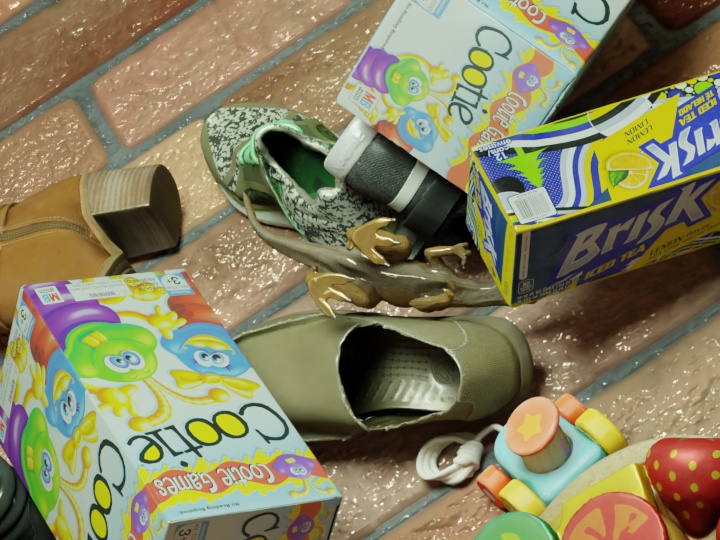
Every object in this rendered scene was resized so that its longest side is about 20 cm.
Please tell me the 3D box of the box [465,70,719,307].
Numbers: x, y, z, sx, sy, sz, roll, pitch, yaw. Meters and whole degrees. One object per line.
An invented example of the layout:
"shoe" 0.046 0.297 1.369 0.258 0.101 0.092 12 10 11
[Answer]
"box" 0.159 -0.050 1.581 0.200 0.070 0.064 -17 54 -13

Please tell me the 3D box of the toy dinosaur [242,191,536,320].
"toy dinosaur" 0.000 0.000 1.633 0.200 0.106 0.060 15 89 19

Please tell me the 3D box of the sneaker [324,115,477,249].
"sneaker" 0.061 -0.069 1.728 0.073 0.112 0.200 -53 -4 34

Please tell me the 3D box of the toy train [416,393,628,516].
"toy train" 0.069 0.140 1.530 0.150 0.056 0.200 -15 45 19

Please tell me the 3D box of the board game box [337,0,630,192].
"board game box" 0.085 -0.144 1.662 0.105 0.103 0.200 -57 -2 37

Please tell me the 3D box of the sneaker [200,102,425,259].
"sneaker" -0.039 -0.067 1.765 0.077 0.089 0.200 -44 42 -10

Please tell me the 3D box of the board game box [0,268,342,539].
"board game box" -0.108 0.102 1.598 0.103 0.105 0.200 -6 39 -30

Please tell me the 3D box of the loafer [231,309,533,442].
"loafer" -0.007 0.055 1.630 0.200 0.067 0.076 -9 85 25

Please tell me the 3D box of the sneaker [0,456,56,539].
"sneaker" -0.254 0.151 1.692 0.200 0.099 0.071 -14 47 23

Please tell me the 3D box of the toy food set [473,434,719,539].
"toy food set" 0.140 0.174 1.407 0.198 0.049 0.200 -32 58 24

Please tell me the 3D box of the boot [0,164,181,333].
"boot" -0.195 0.021 1.798 0.155 0.074 0.200 -14 33 20
